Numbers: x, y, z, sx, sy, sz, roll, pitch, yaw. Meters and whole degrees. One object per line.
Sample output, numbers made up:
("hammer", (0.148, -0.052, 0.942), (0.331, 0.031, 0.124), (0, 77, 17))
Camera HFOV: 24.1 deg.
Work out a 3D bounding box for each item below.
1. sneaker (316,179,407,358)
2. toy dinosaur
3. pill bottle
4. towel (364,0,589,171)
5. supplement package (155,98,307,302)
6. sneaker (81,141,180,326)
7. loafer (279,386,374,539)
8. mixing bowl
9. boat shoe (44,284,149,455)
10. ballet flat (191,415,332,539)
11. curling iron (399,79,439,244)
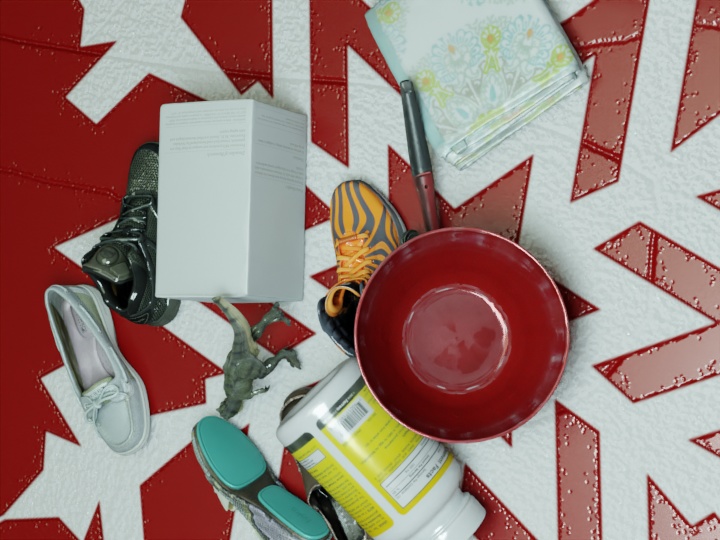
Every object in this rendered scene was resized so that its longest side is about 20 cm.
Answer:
("sneaker", (0.000, 0.000, 1.676), (0.077, 0.112, 0.201), (-23, 76, 24))
("toy dinosaur", (-0.109, 0.083, 1.726), (0.047, 0.088, 0.200), (45, 149, 33))
("pill bottle", (0.023, 0.190, 1.626), (0.112, 0.112, 0.200), (-42, 93, 19))
("towel", (0.113, -0.222, 1.672), (0.171, 0.048, 0.200), (-33, 73, 19))
("supplement package", (-0.133, -0.068, 1.748), (0.117, 0.117, 0.201), (-1, 85, 27))
("sneaker", (-0.239, -0.043, 1.805), (0.076, 0.114, 0.200), (4, 86, 26))
("loafer", (-0.024, 0.204, 1.697), (0.073, 0.071, 0.200), (-39, 70, 20))
("mixing bowl", (0.093, 0.064, 1.608), (0.199, 0.108, 0.201), (0, 85, 0))
("boat shoe", (-0.292, 0.108, 1.847), (0.074, 0.065, 0.202), (-26, 75, 24))
("ballet flat", (-0.112, 0.236, 1.747), (0.200, 0.072, 0.072), (41, 105, 27))
("curling iron", (0.056, -0.088, 1.666), (0.026, 0.049, 0.201), (12, 111, 49))
